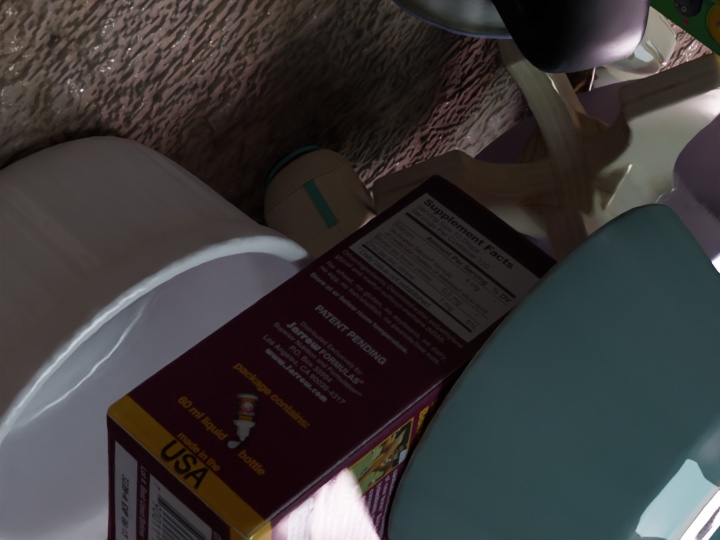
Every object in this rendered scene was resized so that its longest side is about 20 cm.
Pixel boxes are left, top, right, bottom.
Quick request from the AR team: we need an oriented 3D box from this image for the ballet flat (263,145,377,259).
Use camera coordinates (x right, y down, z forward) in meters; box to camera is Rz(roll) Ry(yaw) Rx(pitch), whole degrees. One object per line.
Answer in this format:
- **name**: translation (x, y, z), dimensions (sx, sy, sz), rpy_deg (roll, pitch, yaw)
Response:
- **ballet flat**: translation (0.000, 0.000, 0.999), dimensions (0.069, 0.069, 0.200), rpy_deg (-47, 156, -2)

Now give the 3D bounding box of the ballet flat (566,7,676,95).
- **ballet flat**: translation (0.135, -0.114, 1.041), dimensions (0.068, 0.072, 0.200), rpy_deg (-57, 162, -31)

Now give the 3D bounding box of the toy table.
- **toy table**: translation (0.108, -0.046, 0.957), dimensions (0.200, 0.184, 0.117), rpy_deg (-31, 152, 14)

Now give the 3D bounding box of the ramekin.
- **ramekin**: translation (-0.121, 0.038, 0.815), dimensions (0.200, 0.098, 0.201), rpy_deg (-38, 154, -23)

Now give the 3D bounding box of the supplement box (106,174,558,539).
- **supplement box**: translation (-0.009, 0.062, 0.810), dimensions (0.200, 0.086, 0.111), rpy_deg (-36, 153, -32)

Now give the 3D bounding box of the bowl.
- **bowl**: translation (0.116, 0.082, 0.827), dimensions (0.201, 0.105, 0.201), rpy_deg (-40, 154, -24)

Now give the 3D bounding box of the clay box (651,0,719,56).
- **clay box**: translation (0.184, -0.148, 0.924), dimensions (0.115, 0.200, 0.048), rpy_deg (-16, 141, -49)

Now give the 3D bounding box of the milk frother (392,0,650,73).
- **milk frother**: translation (0.018, -0.173, 0.726), dimensions (0.199, 0.181, 0.188), rpy_deg (1, 144, -1)
